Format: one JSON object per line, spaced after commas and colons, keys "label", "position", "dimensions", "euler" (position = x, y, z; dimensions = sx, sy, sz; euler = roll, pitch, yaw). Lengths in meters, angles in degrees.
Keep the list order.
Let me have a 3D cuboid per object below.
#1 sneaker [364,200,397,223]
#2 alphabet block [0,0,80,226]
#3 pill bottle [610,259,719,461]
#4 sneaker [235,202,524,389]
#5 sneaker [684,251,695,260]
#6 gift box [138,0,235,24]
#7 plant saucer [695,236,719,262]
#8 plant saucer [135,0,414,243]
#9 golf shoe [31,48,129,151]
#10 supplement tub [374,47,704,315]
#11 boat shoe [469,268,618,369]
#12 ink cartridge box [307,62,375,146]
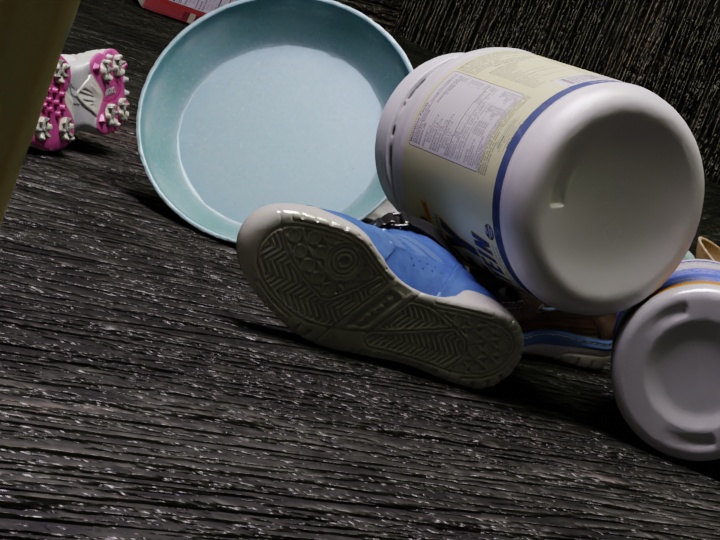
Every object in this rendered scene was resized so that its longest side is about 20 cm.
{"label": "sneaker", "position": [0.035, -0.023, 1.780], "dimensions": [0.200, 0.075, 0.089], "euler": [6, 29, -39]}
{"label": "alphabet block", "position": [-0.269, -0.125, 1.225], "dimensions": [0.196, 0.201, 0.195], "euler": [17, 11, -22]}
{"label": "pill bottle", "position": [0.219, 0.052, 1.580], "dimensions": [0.112, 0.112, 0.200], "euler": [22, 8, 3]}
{"label": "sneaker", "position": [-0.001, 0.001, 1.474], "dimensions": [0.200, 0.077, 0.111], "euler": [21, 14, -27]}
{"label": "sneaker", "position": [0.221, 0.018, 1.887], "dimensions": [0.200, 0.074, 0.118], "euler": [-1, 15, -42]}
{"label": "gift box", "position": [-0.192, -0.403, 3.108], "dimensions": [0.200, 0.185, 0.187], "euler": [21, 17, -26]}
{"label": "plant saucer", "position": [0.331, 0.053, 1.918], "dimensions": [0.200, 0.035, 0.200], "euler": [40, 12, -10]}
{"label": "plant saucer", "position": [-0.056, -0.099, 1.687], "dimensions": [0.200, 0.200, 0.036], "euler": [24, -22, 15]}
{"label": "golf shoe", "position": [-0.241, -0.125, 1.750], "dimensions": [0.091, 0.076, 0.200], "euler": [3, 4, 19]}
{"label": "supplement tub", "position": [0.109, -0.063, 1.545], "dimensions": [0.145, 0.145, 0.200], "euler": [16, 6, -31]}
{"label": "boat shoe", "position": [0.106, 0.015, 1.657], "dimensions": [0.072, 0.073, 0.200], "euler": [29, 12, 41]}
{"label": "ink cartridge box", "position": [-0.039, -0.107, 1.803], "dimensions": [0.200, 0.068, 0.116], "euler": [-5, -8, 37]}
